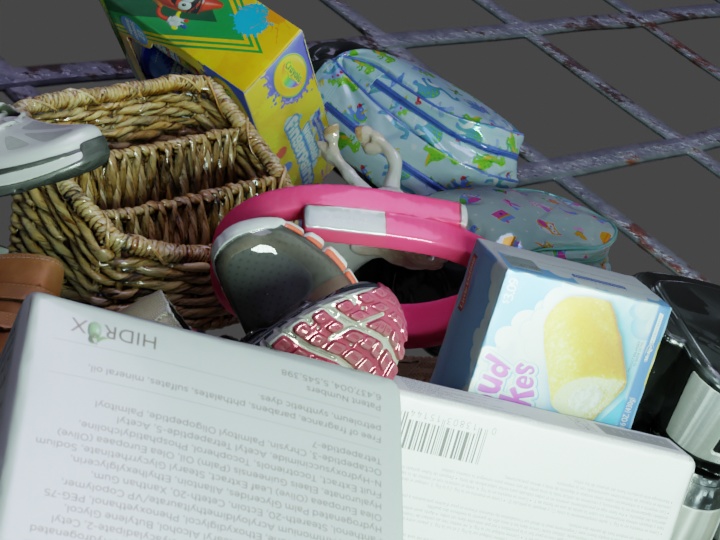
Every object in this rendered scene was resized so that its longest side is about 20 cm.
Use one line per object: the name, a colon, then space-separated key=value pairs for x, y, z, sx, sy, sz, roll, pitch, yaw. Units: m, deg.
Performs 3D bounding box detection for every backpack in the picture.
backpack: x=0.045 y=-0.112 z=1.484 sx=0.201 sy=0.154 sz=0.163 roll=56 pitch=18 yaw=27
backpack: x=0.110 y=0.004 z=1.337 sx=0.199 sy=0.127 sz=0.167 roll=-2 pitch=34 yaw=-42

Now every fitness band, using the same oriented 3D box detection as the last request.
fitness band: x=0.000 y=0.000 z=1.121 sx=0.198 sy=0.144 sz=0.038 roll=9 pitch=57 yaw=-12

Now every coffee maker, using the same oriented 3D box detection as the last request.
coffee maker: x=0.185 y=0.103 z=1.143 sx=0.134 sy=0.201 sz=0.192 roll=-6 pitch=40 yaw=-48

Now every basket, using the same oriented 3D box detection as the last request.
basket: x=-0.134 y=-0.046 z=1.189 sx=0.142 sy=0.150 sz=0.199 roll=20 pitch=22 yaw=37

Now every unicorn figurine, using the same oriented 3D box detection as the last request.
unicorn figurine: x=-0.003 y=-0.037 z=1.268 sx=0.073 sy=0.200 sz=0.138 roll=-9 pitch=67 yaw=-43

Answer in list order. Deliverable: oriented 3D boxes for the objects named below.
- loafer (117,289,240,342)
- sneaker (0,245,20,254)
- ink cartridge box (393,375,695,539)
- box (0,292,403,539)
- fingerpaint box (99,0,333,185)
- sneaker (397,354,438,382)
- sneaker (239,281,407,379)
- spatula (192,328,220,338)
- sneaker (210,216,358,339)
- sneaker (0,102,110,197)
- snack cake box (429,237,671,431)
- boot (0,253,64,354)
loafer: x=-0.081 y=0.083 z=1.071 sx=0.200 sy=0.068 sz=0.076 roll=37 pitch=8 yaw=-28
sneaker: x=-0.304 y=0.020 z=1.079 sx=0.198 sy=0.075 sz=0.087 roll=8 pitch=49 yaw=-13
ink cartridge box: x=0.081 y=0.169 z=1.018 sx=0.198 sy=0.178 sz=0.045 roll=14 pitch=9 yaw=-16
box: x=-0.101 y=0.152 z=0.832 sx=0.198 sy=0.199 sz=0.172 roll=15 pitch=47 yaw=-15
fingerpaint box: x=-0.112 y=-0.155 z=1.379 sx=0.166 sy=0.200 sz=0.073 roll=36 pitch=74 yaw=21
sneaker: x=0.022 y=0.116 z=1.167 sx=0.199 sy=0.113 sz=0.071 roll=3 pitch=20 yaw=32
sneaker: x=-0.064 y=0.067 z=0.974 sx=0.081 sy=0.199 sz=0.075 roll=51 pitch=7 yaw=-35
spatula: x=-0.090 y=0.052 z=1.127 sx=0.198 sy=0.021 sz=0.057 roll=10 pitch=12 yaw=-18
sneaker: x=-0.023 y=0.056 z=1.051 sx=0.201 sy=0.077 sz=0.082 roll=55 pitch=14 yaw=-25
sneaker: x=-0.259 y=-0.102 z=1.076 sx=0.199 sy=0.116 sz=0.076 roll=-6 pitch=8 yaw=14
snack cake box: x=0.102 y=0.093 z=1.065 sx=0.114 sy=0.202 sz=0.067 roll=12 pitch=14 yaw=-18
boot: x=-0.194 y=0.061 z=0.989 sx=0.198 sy=0.077 sz=0.156 roll=-6 pitch=44 yaw=26
